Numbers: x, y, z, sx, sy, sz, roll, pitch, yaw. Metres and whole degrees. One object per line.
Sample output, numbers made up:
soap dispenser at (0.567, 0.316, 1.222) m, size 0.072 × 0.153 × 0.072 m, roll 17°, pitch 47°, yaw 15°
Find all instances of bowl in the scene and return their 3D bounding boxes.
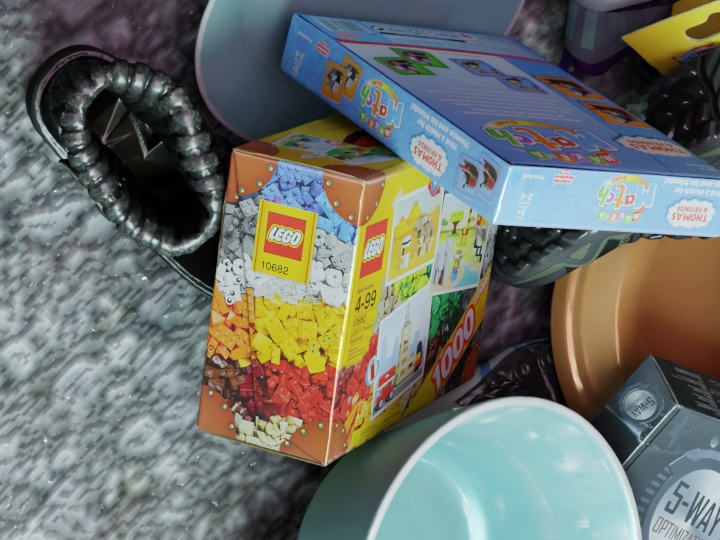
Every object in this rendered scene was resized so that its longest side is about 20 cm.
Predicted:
bowl at (0.041, 0.159, 1.375) m, size 0.200 × 0.105 × 0.202 m, roll -6°, pitch 99°, yaw -40°

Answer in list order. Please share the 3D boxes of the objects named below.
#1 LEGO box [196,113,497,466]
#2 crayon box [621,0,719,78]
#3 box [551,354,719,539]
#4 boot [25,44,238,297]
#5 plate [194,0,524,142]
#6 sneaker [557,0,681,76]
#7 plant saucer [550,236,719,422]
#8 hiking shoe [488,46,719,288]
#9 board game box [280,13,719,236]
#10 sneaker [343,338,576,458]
LEGO box at (0.000, 0.000, 1.374) m, size 0.077 × 0.200 × 0.150 m, roll 14°, pitch 107°, yaw 21°
crayon box at (0.254, -0.110, 1.424) m, size 0.200 × 0.127 × 0.051 m, roll 32°, pitch 58°, yaw -32°
box at (0.193, 0.142, 1.491) m, size 0.200 × 0.044 × 0.160 m, roll 21°, pitch 119°, yaw -34°
boot at (-0.082, -0.037, 1.372) m, size 0.211 × 0.158 × 0.080 m, roll 35°, pitch 87°, yaw -19°
plate at (0.000, -0.145, 1.407) m, size 0.200 × 0.026 × 0.201 m, roll -19°, pitch 142°, yaw -15°
sneaker at (0.196, -0.159, 1.506) m, size 0.199 × 0.075 × 0.088 m, roll -11°, pitch 136°, yaw -25°
plant saucer at (0.202, 0.031, 1.516) m, size 0.199 × 0.037 × 0.201 m, roll 1°, pitch 88°, yaw -27°
hiking shoe at (0.159, -0.037, 1.435) m, size 0.200 × 0.076 × 0.101 m, roll -31°, pitch 138°, yaw 31°
board game box at (0.073, -0.076, 1.350) m, size 0.151 × 0.200 × 0.037 m, roll 3°, pitch 113°, yaw -36°
sneaker at (0.056, 0.095, 1.492) m, size 0.200 × 0.072 × 0.072 m, roll -29°, pitch 102°, yaw -27°
